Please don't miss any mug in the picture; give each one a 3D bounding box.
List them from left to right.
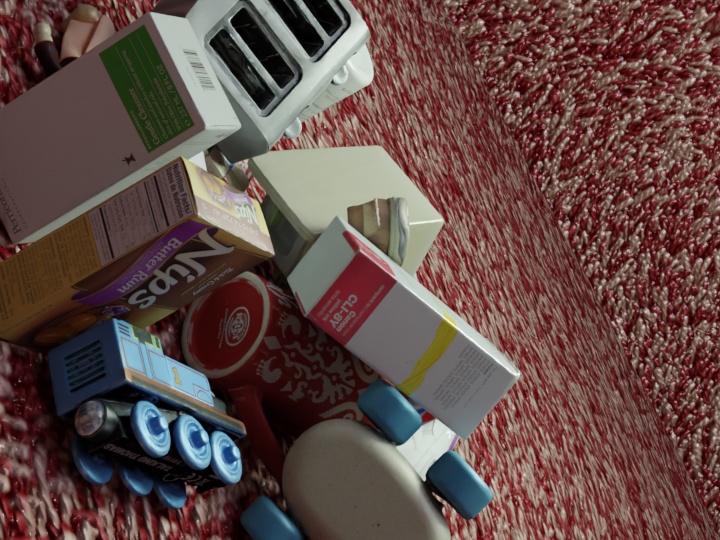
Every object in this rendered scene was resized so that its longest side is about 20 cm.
[{"bbox_3d":[-0.065,0.103,1.438,0.200,0.133,0.178,37,21,-48],"label":"mug"}]

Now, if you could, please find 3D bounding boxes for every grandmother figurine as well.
[{"bbox_3d":[-0.265,-0.181,1.398,0.121,0.060,0.201,43,23,-27],"label":"grandmother figurine"}]

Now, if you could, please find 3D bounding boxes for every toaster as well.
[{"bbox_3d":[-0.111,-0.239,1.503,0.181,0.118,0.200,-49,115,-24],"label":"toaster"}]

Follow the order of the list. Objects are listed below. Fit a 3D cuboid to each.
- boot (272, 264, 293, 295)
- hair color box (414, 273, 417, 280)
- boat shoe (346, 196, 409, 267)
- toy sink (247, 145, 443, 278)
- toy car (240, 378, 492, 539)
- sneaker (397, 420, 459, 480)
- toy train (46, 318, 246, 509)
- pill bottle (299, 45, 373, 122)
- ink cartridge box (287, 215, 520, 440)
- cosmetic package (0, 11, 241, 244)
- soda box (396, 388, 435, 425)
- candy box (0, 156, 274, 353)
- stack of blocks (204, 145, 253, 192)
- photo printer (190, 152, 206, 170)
[{"bbox_3d":[-0.071,0.036,1.647,0.201,0.075,0.074,-62,162,-52],"label":"boot"},{"bbox_3d":[0.047,0.074,1.792,0.100,0.060,0.202,-91,172,-55],"label":"hair color box"},{"bbox_3d":[0.000,0.000,1.520,0.076,0.071,0.201,-98,-166,-45],"label":"boat shoe"},{"bbox_3d":[-0.035,-0.048,1.605,0.199,0.113,0.131,-8,48,-44],"label":"toy sink"},{"bbox_3d":[0.007,0.227,1.409,0.177,0.184,0.200,45,-7,9],"label":"toy car"},{"bbox_3d":[0.058,0.194,1.711,0.099,0.075,0.200,30,22,6],"label":"sneaker"},{"bbox_3d":[-0.166,0.118,1.199,0.200,0.086,0.115,34,36,-57],"label":"toy train"},{"bbox_3d":[-0.095,-0.218,1.688,0.115,0.199,0.115,52,21,-30],"label":"pill bottle"},{"bbox_3d":[0.037,0.053,1.397,0.199,0.084,0.145,38,4,-16],"label":"ink cartridge box"},{"bbox_3d":[-0.212,-0.114,1.216,0.108,0.199,0.085,61,16,3],"label":"cosmetic package"},{"bbox_3d":[0.031,0.132,1.548,0.064,0.199,0.069,34,33,-59],"label":"soda box"},{"bbox_3d":[-0.180,-0.004,1.151,0.117,0.199,0.057,30,37,-59],"label":"candy box"},{"bbox_3d":[-0.192,-0.163,1.570,0.201,0.058,0.115,59,19,-15],"label":"stack of blocks"},{"bbox_3d":[-0.192,-0.092,1.362,0.166,0.069,0.202,-52,134,-73],"label":"photo printer"}]
